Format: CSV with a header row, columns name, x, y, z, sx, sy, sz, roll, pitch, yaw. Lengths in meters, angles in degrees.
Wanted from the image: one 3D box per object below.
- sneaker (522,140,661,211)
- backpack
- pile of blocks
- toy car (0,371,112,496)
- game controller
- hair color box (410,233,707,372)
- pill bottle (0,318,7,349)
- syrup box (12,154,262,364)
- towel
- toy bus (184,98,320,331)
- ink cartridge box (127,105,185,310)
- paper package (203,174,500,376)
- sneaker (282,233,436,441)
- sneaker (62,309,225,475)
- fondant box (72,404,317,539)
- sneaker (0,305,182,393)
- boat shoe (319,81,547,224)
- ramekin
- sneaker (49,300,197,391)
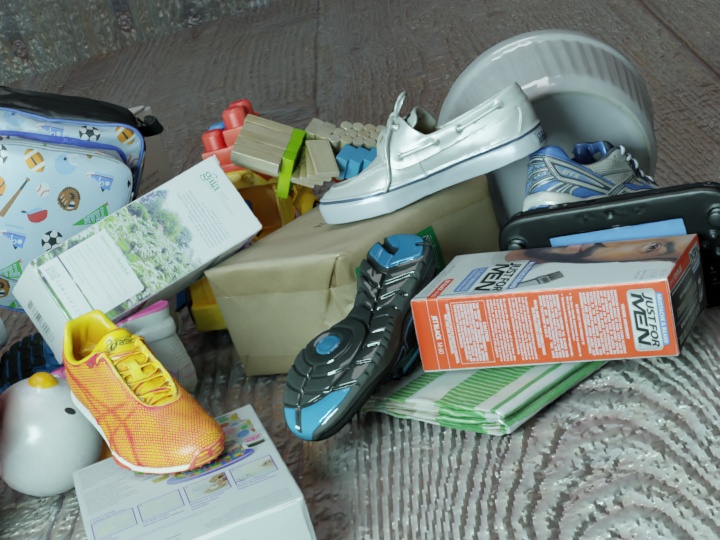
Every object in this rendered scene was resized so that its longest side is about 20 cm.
name,x,y,z,sx,sy,sz,roll,pitch,yaw
sneaker,0.217,-0.070,1.471,0.199,0.086,0.077,4,-15,-41
backpack,-0.288,-0.057,1.582,0.199,0.192,0.154,9,24,-13
pile of blocks,-0.025,-0.094,1.603,0.199,0.062,0.082,-1,45,-14
toy car,-0.274,0.117,1.371,0.199,0.178,0.184,-8,29,-22
game controller,0.209,-0.011,1.366,0.199,0.105,0.042,-9,19,27
hair color box,0.151,0.024,1.316,0.199,0.064,0.111,-4,17,24
pill bottle,-0.412,0.101,1.563,0.112,0.113,0.200,1,37,45
syrup box,-0.189,-0.011,1.493,0.200,0.079,0.081,-33,-5,-29
towel,0.086,0.081,1.353,0.152,0.024,0.199,-31,20,-37
toy bus,-0.108,-0.058,1.674,0.135,0.193,0.200,-11,20,13
ink cartridge box,-0.247,-0.045,1.747,0.084,0.201,0.146,-7,20,30
paper package,0.000,0.000,1.507,0.190,0.104,0.200,-8,17,47
sneaker,0.012,0.064,1.331,0.073,0.082,0.200,7,46,35
sneaker,-0.168,0.089,1.273,0.073,0.078,0.200,-26,34,-29
fondant box,-0.118,0.172,1.215,0.143,0.059,0.200,-20,19,-8
sneaker,-0.248,0.085,1.604,0.199,0.087,0.075,-28,59,17
boat shoe,0.047,-0.107,1.442,0.201,0.087,0.075,-20,12,20
ramekin,0.174,-0.107,1.559,0.201,0.203,0.094,-17,28,1
sneaker,-0.217,0.110,1.460,0.200,0.088,0.081,-34,-1,30
